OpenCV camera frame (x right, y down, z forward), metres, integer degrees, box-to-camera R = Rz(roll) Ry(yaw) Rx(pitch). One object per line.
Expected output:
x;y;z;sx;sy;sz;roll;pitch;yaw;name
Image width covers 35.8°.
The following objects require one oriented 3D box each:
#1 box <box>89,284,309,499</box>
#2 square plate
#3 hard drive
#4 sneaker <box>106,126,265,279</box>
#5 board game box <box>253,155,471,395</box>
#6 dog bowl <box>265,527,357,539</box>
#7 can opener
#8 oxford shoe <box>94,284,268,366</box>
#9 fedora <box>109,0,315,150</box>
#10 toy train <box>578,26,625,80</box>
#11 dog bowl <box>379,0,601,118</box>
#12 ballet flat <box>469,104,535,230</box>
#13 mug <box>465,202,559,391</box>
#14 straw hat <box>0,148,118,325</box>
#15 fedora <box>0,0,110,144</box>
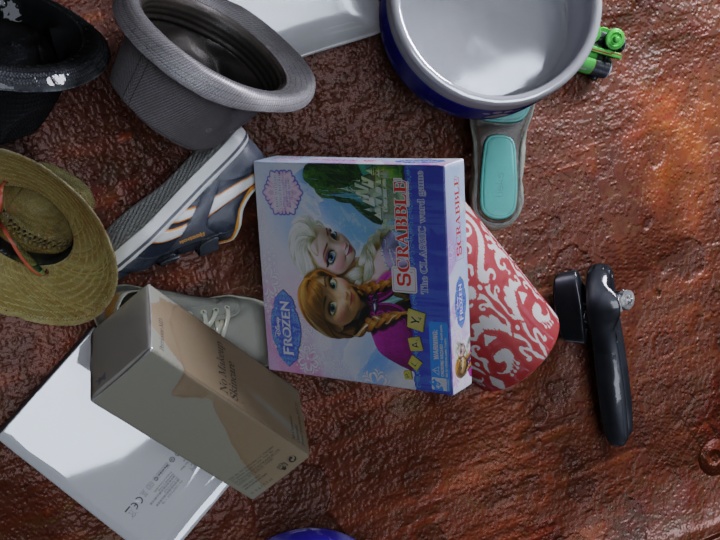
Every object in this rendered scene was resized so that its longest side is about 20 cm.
-0.143;0.112;1.003;0.078;0.095;0.200;-38;127;17;box
-0.095;-0.293;1.058;0.199;0.028;0.199;-22;100;-15;square plate
-0.222;0.168;1.055;0.200;0.026;0.132;43;81;-16;hard drive
-0.164;-0.042;1.030;0.200;0.078;0.080;-42;118;-3;sneaker
0.000;0.000;0.996;0.041;0.198;0.202;-21;111;-56;board game box
-0.046;0.361;1.101;0.199;0.079;0.202;-1;94;-18;dog bowl
0.264;0.089;1.197;0.063;0.078;0.201;-33;111;-53;can opener
-0.151;0.056;1.054;0.199;0.058;0.076;12;89;-20;oxford shoe
-0.141;-0.168;0.970;0.177;0.200;0.090;42;115;10;fedora
0.183;-0.242;1.147;0.199;0.042;0.057;12;101;-18;toy train
0.119;-0.247;1.050;0.198;0.079;0.202;1;86;-8;dog bowl
0.138;-0.140;1.129;0.067;0.064;0.202;6;87;-2;ballet flat
0.080;0.021;1.109;0.200;0.177;0.134;45;45;-20;mug
-0.285;-0.050;0.978;0.201;0.201;0.085;45;39;-16;straw hat
-0.306;-0.166;0.936;0.199;0.201;0.092;8;121;-18;fedora
